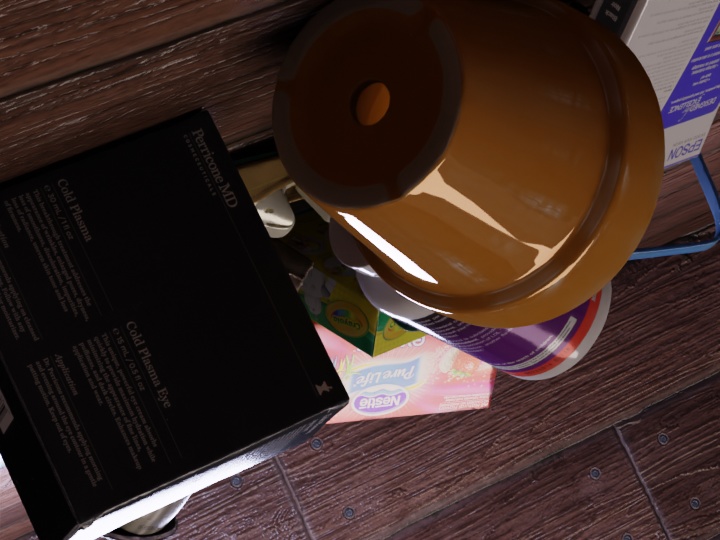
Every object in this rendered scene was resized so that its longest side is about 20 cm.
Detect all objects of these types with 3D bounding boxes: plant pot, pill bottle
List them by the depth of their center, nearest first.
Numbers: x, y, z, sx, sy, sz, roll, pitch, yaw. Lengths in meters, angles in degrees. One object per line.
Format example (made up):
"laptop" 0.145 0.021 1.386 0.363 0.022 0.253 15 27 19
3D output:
"plant pot" 0.049 -0.080 1.184 0.199 0.201 0.183 -29 156 24
"pill bottle" 0.074 -0.005 1.400 0.112 0.113 0.199 -31 141 32

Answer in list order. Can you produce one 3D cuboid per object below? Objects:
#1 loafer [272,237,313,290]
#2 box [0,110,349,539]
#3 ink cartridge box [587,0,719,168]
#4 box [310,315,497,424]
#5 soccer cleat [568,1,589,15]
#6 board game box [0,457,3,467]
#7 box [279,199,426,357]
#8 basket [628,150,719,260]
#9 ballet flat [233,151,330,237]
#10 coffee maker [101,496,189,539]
"loafer" -0.076 0.067 1.470 0.073 0.070 0.201 -71 173 -61
"box" -0.137 0.037 1.218 0.181 0.201 0.104 -22 171 -24
"ink cartridge box" 0.211 -0.150 1.426 0.197 0.043 0.201 -20 141 -47
"box" 0.002 0.052 1.594 0.198 0.103 0.095 -4 121 -23
"soccer cleat" 0.071 -0.132 1.399 0.199 0.065 0.084 -20 142 -15
"board game box" -0.384 0.177 1.992 0.151 0.037 0.200 -30 171 29
"box" 0.000 0.000 1.538 0.117 0.199 0.049 -19 127 -41
"basket" 0.165 -0.082 1.554 0.199 0.178 0.139 -12 162 -19
"ballet flat" -0.044 -0.058 1.423 0.199 0.063 0.069 -23 172 -26
"coffee maker" -0.185 0.107 1.794 0.200 0.192 0.135 -50 169 28
